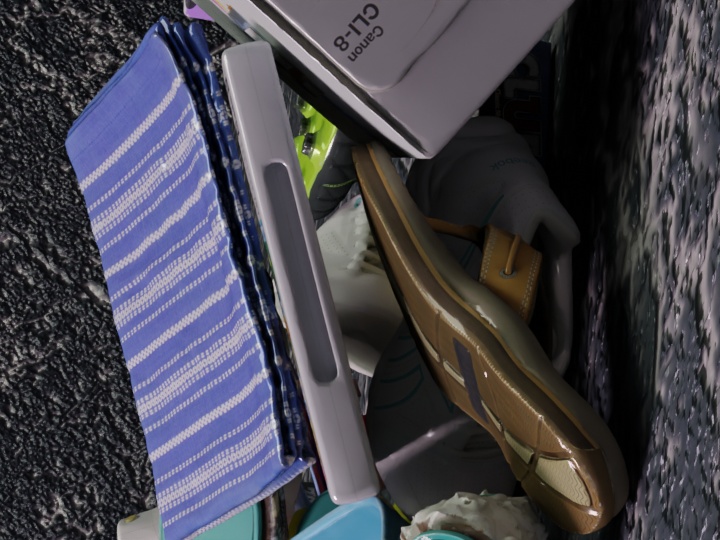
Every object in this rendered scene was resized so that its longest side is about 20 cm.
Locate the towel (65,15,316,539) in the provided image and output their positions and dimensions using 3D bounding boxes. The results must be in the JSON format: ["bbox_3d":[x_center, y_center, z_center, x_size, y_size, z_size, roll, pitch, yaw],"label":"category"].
[{"bbox_3d":[-0.080,0.007,1.076,0.145,0.024,0.200,-36,65,58],"label":"towel"}]

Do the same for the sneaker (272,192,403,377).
[{"bbox_3d":[0.000,0.000,1.256,0.089,0.075,0.200,-57,14,0],"label":"sneaker"}]

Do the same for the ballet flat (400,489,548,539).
[{"bbox_3d":[0.050,0.175,0.939,0.072,0.072,0.200,-107,18,-75],"label":"ballet flat"}]

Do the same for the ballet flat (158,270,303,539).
[{"bbox_3d":[-0.056,0.078,1.159,0.072,0.072,0.200,-116,21,-78],"label":"ballet flat"}]

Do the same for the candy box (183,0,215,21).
[{"bbox_3d":[0.007,-0.208,1.250,0.200,0.168,0.072,105,170,-50],"label":"candy box"}]

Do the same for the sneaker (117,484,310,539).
[{"bbox_3d":[-0.058,0.202,1.314,0.074,0.116,0.200,-86,-24,-77],"label":"sneaker"}]

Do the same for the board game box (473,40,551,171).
[{"bbox_3d":[0.052,-0.006,1.219,0.200,0.035,0.136,111,165,-64],"label":"board game box"}]

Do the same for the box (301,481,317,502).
[{"bbox_3d":[-0.029,0.255,1.516,0.200,0.050,0.199,-101,15,-72],"label":"box"}]

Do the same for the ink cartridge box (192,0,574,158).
[{"bbox_3d":[0.012,-0.143,1.032,0.145,0.145,0.200,-49,7,-3],"label":"ink cartridge box"}]

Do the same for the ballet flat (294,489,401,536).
[{"bbox_3d":[0.023,0.155,1.074,0.200,0.071,0.071,-134,51,-66],"label":"ballet flat"}]

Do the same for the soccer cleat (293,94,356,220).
[{"bbox_3d":[0.023,-0.098,1.254,0.068,0.081,0.200,-97,30,-53],"label":"soccer cleat"}]

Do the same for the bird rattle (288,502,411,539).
[{"bbox_3d":[0.018,0.200,1.192,0.163,0.113,0.200,87,172,-54],"label":"bird rattle"}]

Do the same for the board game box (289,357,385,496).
[{"bbox_3d":[0.004,0.127,1.362,0.200,0.039,0.158,71,-178,-59],"label":"board game box"}]

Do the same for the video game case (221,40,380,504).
[{"bbox_3d":[-0.026,0.001,1.065,0.200,0.024,0.182,177,78,-88],"label":"video game case"}]

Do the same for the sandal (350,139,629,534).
[{"bbox_3d":[0.055,0.020,0.956,0.200,0.054,0.080,52,163,43],"label":"sandal"}]

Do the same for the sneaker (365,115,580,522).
[{"bbox_3d":[0.049,0.040,1.056,0.080,0.070,0.200,-129,36,-52],"label":"sneaker"}]

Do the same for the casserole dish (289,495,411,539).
[{"bbox_3d":[-0.024,0.170,1.028,0.200,0.039,0.121,-40,34,48],"label":"casserole dish"}]
